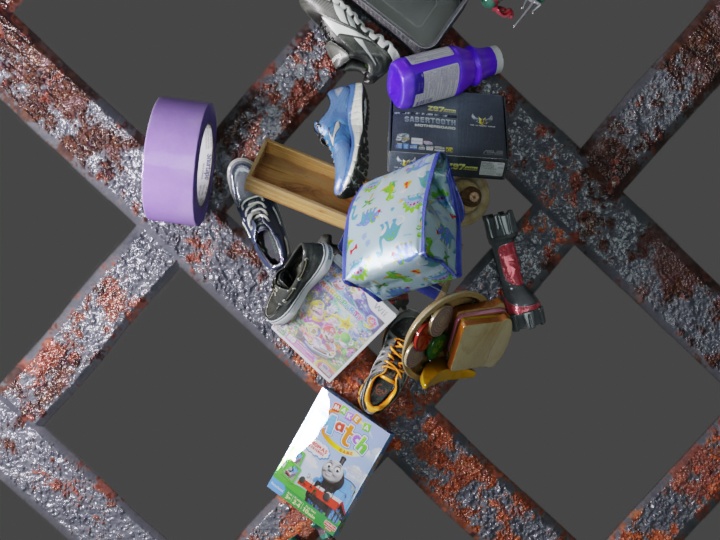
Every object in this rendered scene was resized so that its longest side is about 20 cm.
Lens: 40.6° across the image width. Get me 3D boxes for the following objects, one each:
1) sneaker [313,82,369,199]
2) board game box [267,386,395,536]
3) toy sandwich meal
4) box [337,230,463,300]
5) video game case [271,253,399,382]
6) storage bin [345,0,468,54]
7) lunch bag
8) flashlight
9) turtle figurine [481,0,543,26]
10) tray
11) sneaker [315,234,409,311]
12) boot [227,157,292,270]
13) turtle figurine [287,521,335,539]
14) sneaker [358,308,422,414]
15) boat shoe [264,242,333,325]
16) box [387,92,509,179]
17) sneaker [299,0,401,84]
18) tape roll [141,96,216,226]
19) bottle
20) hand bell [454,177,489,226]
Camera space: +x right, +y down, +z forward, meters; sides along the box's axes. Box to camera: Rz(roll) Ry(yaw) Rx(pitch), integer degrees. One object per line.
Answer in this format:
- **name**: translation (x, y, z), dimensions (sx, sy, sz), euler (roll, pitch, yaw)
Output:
- **sneaker**: translation (-0.033, -0.216, 1.640), dimensions (0.087, 0.079, 0.204), euler (-2, 72, 13)
- **board game box**: translation (-0.052, 0.328, 1.685), dimensions (0.150, 0.037, 0.202), euler (31, 92, 20)
- **toy sandwich meal**: translation (0.161, 0.122, 1.634), dimensions (0.205, 0.205, 0.070), euler (-46, 50, 3)
- **box**: translation (0.069, -0.039, 1.646), dimensions (0.197, 0.033, 0.122), euler (26, 50, -2)
- **video game case**: translation (-0.046, 0.084, 1.654), dimensions (0.143, 0.018, 0.200), euler (43, 122, -2)
- **storage bin**: translation (0.072, -0.467, 1.613), dimensions (0.199, 0.094, 0.136), euler (37, 92, -2)
- **lunch bag**: translation (0.067, -0.072, 1.524), dimensions (0.168, 0.127, 0.204), euler (-18, 59, 34)
- **flashlight**: translation (0.264, -0.001, 1.667), dimensions (0.066, 0.068, 0.204), euler (-13, 95, 2)
- **turtle figurine**: translation (0.242, -0.504, 1.603), dimensions (0.148, 0.100, 0.203), euler (28, 77, -19)
- **tray**: translation (-0.087, -0.144, 1.646), dimensions (0.197, 0.037, 0.100), euler (21, 52, -1)
- **sneaker**: translation (0.000, 0.000, 1.666), dimensions (0.197, 0.071, 0.099), euler (24, 97, 0)
- **boot**: translation (-0.170, -0.098, 1.649), dimensions (0.072, 0.090, 0.203), euler (-27, 94, 3)
- **turtle figurine**: translation (-0.048, 0.540, 1.698), dimensions (0.148, 0.101, 0.202), euler (-30, 77, -15)
- **sneaker**: translation (0.059, 0.163, 1.677), dimensions (0.077, 0.077, 0.203), euler (24, 93, 0)
- **boat shoe**: translation (-0.117, 0.018, 1.620), dimensions (0.056, 0.070, 0.200), euler (12, 136, -32)
- **box**: translation (0.144, -0.228, 1.612), dimensions (0.196, 0.160, 0.051), euler (5, 140, 0)
- **sneaker**: translation (-0.031, -0.386, 1.626), dimensions (0.199, 0.066, 0.091), euler (37, 71, -5)
- **tape roll**: translation (-0.292, -0.177, 1.588), dimensions (0.083, 0.200, 0.204), euler (7, 95, -1)
- **bottle**: translation (0.142, -0.327, 1.607), dimensions (0.197, 0.084, 0.066), euler (-18, 55, -19)
- **hand bell**: translation (0.173, -0.119, 1.591), dimensions (0.102, 0.200, 0.106), euler (0, 96, 0)
